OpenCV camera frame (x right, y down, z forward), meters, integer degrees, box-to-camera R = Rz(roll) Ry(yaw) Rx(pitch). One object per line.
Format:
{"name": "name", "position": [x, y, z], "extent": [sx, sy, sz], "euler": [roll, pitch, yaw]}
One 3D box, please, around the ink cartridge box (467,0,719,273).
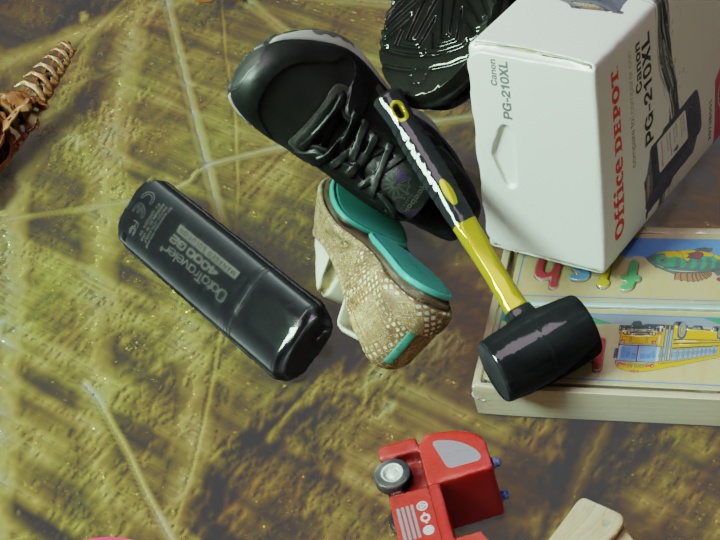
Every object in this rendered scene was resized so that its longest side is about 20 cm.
{"name": "ink cartridge box", "position": [0.155, -0.116, 0.970], "extent": [0.084, 0.146, 0.200], "euler": [17, 44, 31]}

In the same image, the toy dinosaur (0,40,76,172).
{"name": "toy dinosaur", "position": [-0.298, -0.102, 1.181], "extent": [0.199, 0.103, 0.136], "euler": [-28, 58, -36]}

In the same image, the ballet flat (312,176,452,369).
{"name": "ballet flat", "position": [0.000, 0.000, 0.977], "extent": [0.066, 0.070, 0.200], "euler": [-58, 20, 13]}

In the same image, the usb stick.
{"name": "usb stick", "position": [-0.091, 0.003, 1.029], "extent": [0.200, 0.033, 0.056], "euler": [37, 96, 40]}

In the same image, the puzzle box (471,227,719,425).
{"name": "puzzle box", "position": [0.172, 0.030, 0.931], "extent": [0.198, 0.026, 0.134], "euler": [1, 48, 18]}

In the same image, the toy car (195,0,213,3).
{"name": "toy car", "position": [-0.065, -0.288, 1.256], "extent": [0.201, 0.176, 0.184], "euler": [-54, 34, 4]}

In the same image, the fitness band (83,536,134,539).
{"name": "fitness band", "position": [-0.174, 0.221, 0.847], "extent": [0.199, 0.038, 0.144], "euler": [-25, 42, -9]}

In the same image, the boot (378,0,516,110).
{"name": "boot", "position": [0.099, -0.150, 1.039], "extent": [0.079, 0.158, 0.212], "euler": [-3, 51, 36]}

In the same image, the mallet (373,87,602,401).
{"name": "mallet", "position": [0.055, -0.016, 0.915], "extent": [0.066, 0.041, 0.200], "euler": [-34, 72, -12]}

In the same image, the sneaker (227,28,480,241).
{"name": "sneaker", "position": [0.008, -0.078, 0.974], "extent": [0.076, 0.199, 0.088], "euler": [-51, 49, 14]}

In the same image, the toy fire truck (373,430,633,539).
{"name": "toy fire truck", "position": [0.090, 0.156, 0.815], "extent": [0.140, 0.049, 0.201], "euler": [-15, 43, 2]}
